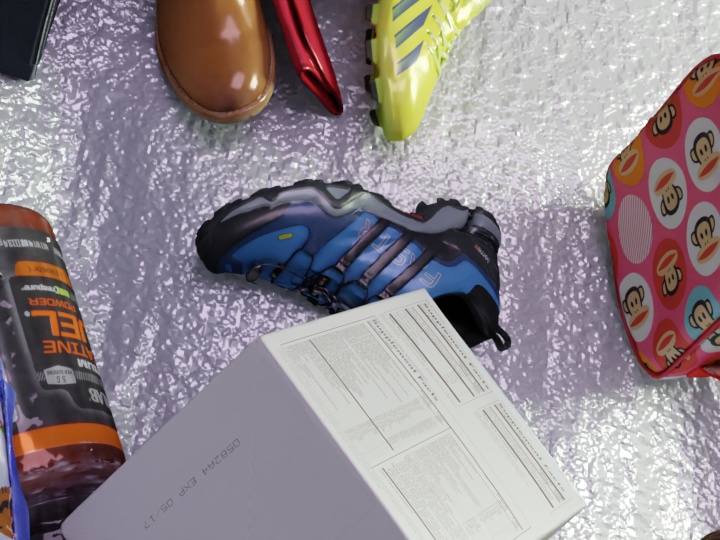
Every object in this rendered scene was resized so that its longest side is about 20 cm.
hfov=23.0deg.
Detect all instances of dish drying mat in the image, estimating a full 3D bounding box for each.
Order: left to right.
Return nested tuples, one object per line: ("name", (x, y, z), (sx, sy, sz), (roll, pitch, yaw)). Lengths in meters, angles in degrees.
("dish drying mat", (-0.052, -0.202, 1.157), (0.018, 0.077, 0.201), (-23, 68, 10))

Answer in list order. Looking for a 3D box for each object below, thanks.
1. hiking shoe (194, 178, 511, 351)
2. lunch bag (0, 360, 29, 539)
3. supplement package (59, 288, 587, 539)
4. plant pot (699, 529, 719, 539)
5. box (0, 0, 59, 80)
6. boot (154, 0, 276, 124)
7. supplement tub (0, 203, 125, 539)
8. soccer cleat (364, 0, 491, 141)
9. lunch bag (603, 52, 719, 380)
("hiking shoe", (0.000, 0.000, 1.062), (0.198, 0.074, 0.087), (3, 61, -20))
("lunch bag", (-0.251, 0.134, 0.823), (0.198, 0.124, 0.171), (-13, 68, 6))
("supplement package", (-0.011, 0.123, 0.896), (0.151, 0.152, 0.200), (52, 23, 11))
("plant pot", (0.180, 0.273, 0.924), (0.198, 0.200, 0.201), (-34, 78, -25))
("box", (-0.210, -0.246, 1.069), (0.106, 0.149, 0.201), (18, 58, -11))
("boot", (-0.096, -0.206, 1.080), (0.076, 0.156, 0.202), (-5, 63, -2))
("supplement tub", (-0.186, 0.073, 0.932), (0.106, 0.107, 0.201), (-11, 68, -26))
("soccer cleat", (0.046, -0.172, 1.174), (0.083, 0.065, 0.202), (6, 57, 2))
("lunch bag", (0.225, -0.019, 1.086), (0.081, 0.200, 0.178), (-1, 66, -20))
